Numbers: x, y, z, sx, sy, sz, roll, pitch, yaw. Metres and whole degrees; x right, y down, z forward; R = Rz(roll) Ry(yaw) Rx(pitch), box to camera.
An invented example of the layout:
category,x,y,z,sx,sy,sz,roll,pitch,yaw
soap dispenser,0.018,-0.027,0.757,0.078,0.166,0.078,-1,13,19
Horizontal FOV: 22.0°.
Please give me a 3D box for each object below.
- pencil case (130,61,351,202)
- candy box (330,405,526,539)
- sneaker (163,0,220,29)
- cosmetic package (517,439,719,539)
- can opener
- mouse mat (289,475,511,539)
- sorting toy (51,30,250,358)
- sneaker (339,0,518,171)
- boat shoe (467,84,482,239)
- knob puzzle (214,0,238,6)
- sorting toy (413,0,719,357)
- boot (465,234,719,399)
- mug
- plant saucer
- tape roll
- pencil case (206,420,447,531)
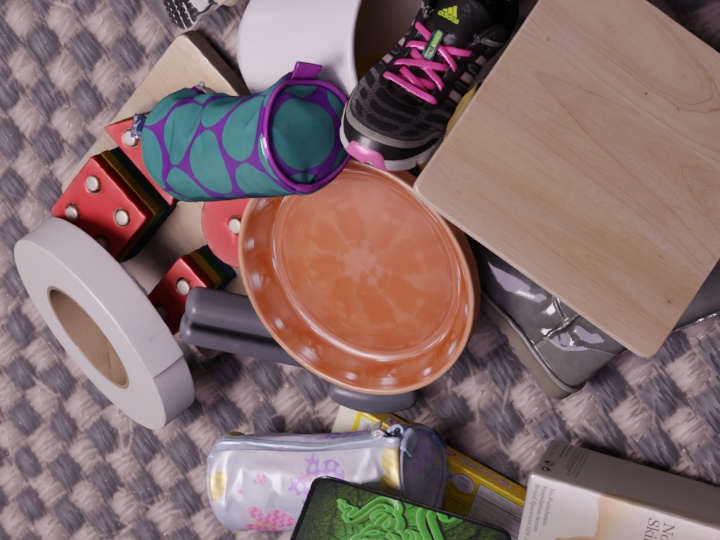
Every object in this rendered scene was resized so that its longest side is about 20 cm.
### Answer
category,x,y,z,sx,sy,sz,roll,pitch,yaw
pencil case,-0.086,-0.098,1.352,0.199,0.084,0.093,2,89,56
candy box,0.057,0.191,1.531,0.199,0.026,0.103,28,119,18
sneaker,-0.107,-0.237,1.431,0.200,0.080,0.074,9,125,65
cosmetic package,0.222,0.212,1.408,0.198,0.071,0.106,14,112,16
can opener,-0.047,0.066,1.487,0.198,0.067,0.054,12,134,-8
mouse mat,0.024,0.225,1.483,0.160,0.008,0.200,17,147,-1
sorting toy,-0.144,-0.054,1.527,0.200,0.069,0.199,48,121,7
sneaker,0.051,-0.149,1.270,0.073,0.200,0.088,32,141,13
boat shoe,0.112,-0.123,1.362,0.064,0.071,0.201,35,98,46
knob puzzle,-0.085,-0.285,1.293,0.219,0.030,0.222,-13,71,43
sorting toy,0.168,-0.077,1.281,0.199,0.070,0.200,35,85,-3
boot,0.181,-0.014,1.374,0.182,0.073,0.200,50,127,-4
mug,-0.013,-0.149,1.389,0.152,0.149,0.189,7,98,42
plant saucer,0.000,0.000,1.408,0.199,0.032,0.202,13,122,22
tape roll,-0.216,0.046,1.561,0.203,0.037,0.203,43,157,23
pencil case,-0.029,0.168,1.503,0.199,0.084,0.091,-7,141,31
